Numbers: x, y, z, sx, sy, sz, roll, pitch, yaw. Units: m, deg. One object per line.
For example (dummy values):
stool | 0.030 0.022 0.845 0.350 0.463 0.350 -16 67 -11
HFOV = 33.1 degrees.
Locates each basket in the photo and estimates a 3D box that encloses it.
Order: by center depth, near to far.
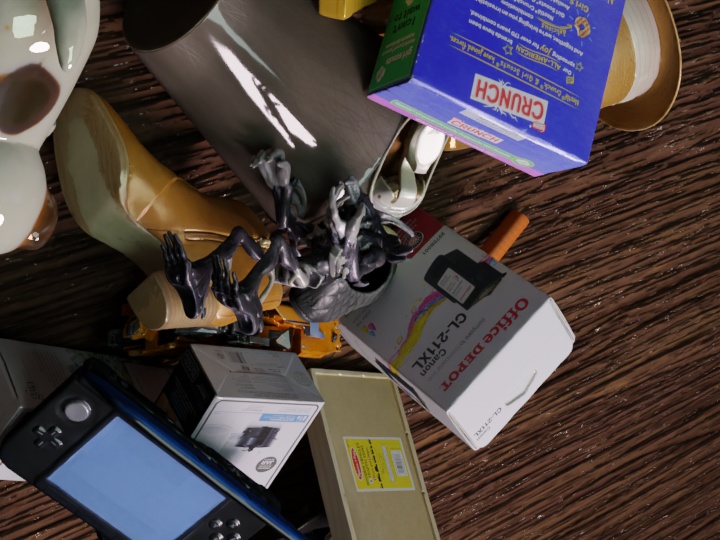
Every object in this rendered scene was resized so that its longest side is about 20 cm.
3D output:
basket | -0.076 -0.160 0.939 0.200 0.135 0.181 40 79 -44

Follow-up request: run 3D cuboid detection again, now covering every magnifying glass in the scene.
magnifying glass | 0.111 0.015 1.269 0.201 0.079 0.022 -51 136 -18

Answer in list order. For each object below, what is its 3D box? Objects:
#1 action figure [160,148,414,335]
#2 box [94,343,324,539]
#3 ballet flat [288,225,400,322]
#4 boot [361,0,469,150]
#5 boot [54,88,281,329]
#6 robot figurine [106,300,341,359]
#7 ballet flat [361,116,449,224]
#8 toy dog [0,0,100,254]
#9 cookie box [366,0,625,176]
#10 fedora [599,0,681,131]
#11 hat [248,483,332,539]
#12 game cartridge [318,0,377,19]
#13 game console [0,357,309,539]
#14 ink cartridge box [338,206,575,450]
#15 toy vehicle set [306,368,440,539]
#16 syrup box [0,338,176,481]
action figure | -0.040 -0.029 0.886 0.199 0.118 0.103 -26 124 -41
box | -0.129 0.158 1.008 0.116 0.060 0.201 9 124 -43
ballet flat | 0.000 0.000 1.092 0.056 0.067 0.200 -29 -176 28
boot | 0.078 -0.178 1.101 0.200 0.070 0.146 -18 121 -41
boot | -0.145 -0.049 0.941 0.070 0.203 0.143 -31 171 33
robot figurine | -0.119 0.051 1.047 0.199 0.144 0.059 12 72 -46
ballet flat | 0.040 -0.098 1.088 0.067 0.063 0.201 3 138 -16
toy dog | -0.236 -0.109 0.788 0.139 0.193 0.202 -1 111 -55
cookie box | 0.115 -0.200 0.954 0.170 0.075 0.202 22 75 -23
fedora | 0.202 -0.211 1.107 0.081 0.200 0.202 -28 132 -23
hat | -0.066 0.270 1.251 0.199 0.081 0.202 -21 148 -14
game cartridge | 0.025 -0.304 0.935 0.200 0.032 0.178 -50 150 -56
game console | -0.149 0.169 0.884 0.170 0.119 0.200 -40 114 19
ink cartridge box | 0.083 0.050 1.162 0.146 0.200 0.083 -46 138 -8
toy vehicle set | 0.009 0.197 1.209 0.123 0.202 0.026 10 146 -44
syrup box | -0.228 0.123 1.010 0.199 0.079 0.082 14 121 -46
